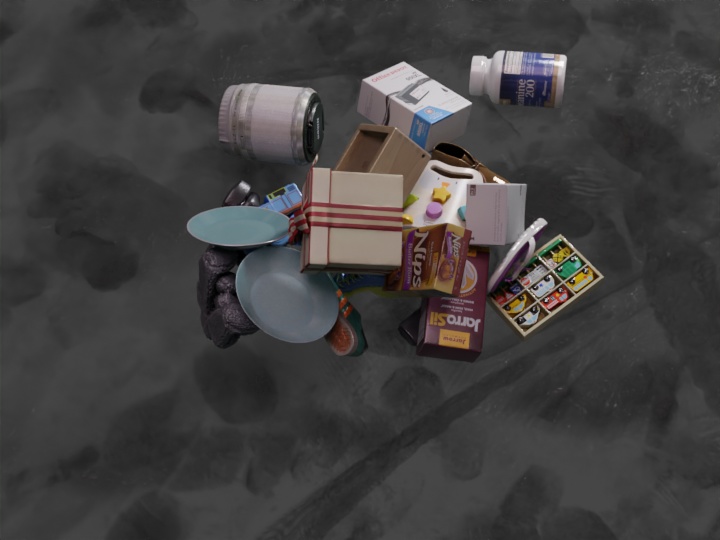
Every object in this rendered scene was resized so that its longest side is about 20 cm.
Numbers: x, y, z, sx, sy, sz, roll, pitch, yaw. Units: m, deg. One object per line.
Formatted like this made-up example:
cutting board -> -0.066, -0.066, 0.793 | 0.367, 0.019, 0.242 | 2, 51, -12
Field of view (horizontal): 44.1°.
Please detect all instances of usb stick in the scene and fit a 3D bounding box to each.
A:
usb stick -> 0.156, 0.067, 1.679 | 0.199, 0.033, 0.055 | -39, 67, -16

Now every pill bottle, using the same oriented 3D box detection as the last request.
pill bottle -> 0.336, -0.410, 1.902 | 0.197, 0.111, 0.112 | 7, 59, 12

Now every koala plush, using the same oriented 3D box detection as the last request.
koala plush -> -0.196, 0.054, 1.682 | 0.198, 0.184, 0.179 | -12, 64, -25

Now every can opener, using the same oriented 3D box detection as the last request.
can opener -> -0.270, -0.086, 1.818 | 0.078, 0.063, 0.201 | 32, 75, -5

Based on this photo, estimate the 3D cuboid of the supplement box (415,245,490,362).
supplement box -> 0.170, 0.056, 1.621 | 0.109, 0.086, 0.203 | 8, 70, -3

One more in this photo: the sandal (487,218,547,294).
sandal -> 0.302, -0.025, 1.661 | 0.050, 0.083, 0.203 | 36, 62, 12

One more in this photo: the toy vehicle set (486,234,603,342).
toy vehicle set -> 0.344, 0.031, 1.680 | 0.199, 0.027, 0.124 | -34, 60, -13

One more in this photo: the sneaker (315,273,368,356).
sneaker -> -0.049, 0.077, 1.673 | 0.071, 0.080, 0.202 | -35, 65, 19

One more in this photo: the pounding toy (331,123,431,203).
pounding toy -> 0.042, -0.198, 1.779 | 0.185, 0.142, 0.200 | -59, 28, -5

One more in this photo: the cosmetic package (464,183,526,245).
cosmetic package -> 0.254, -0.108, 1.659 | 0.080, 0.200, 0.115 | 3, 98, 19

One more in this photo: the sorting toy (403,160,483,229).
sorting toy -> 0.160, -0.133, 1.754 | 0.197, 0.107, 0.182 | 14, 64, 15

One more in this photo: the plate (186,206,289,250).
plate -> -0.225, -0.075, 1.660 | 0.197, 0.026, 0.201 | 3, 24, -1

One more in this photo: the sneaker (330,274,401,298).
sneaker -> 0.000, 0.000, 1.699 | 0.197, 0.105, 0.077 | 0, 58, 7

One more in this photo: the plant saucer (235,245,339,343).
plant saucer -> -0.135, 0.050, 1.592 | 0.199, 0.039, 0.203 | 16, 50, -20

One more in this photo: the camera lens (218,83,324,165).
camera lens -> -0.183, -0.310, 1.881 | 0.197, 0.161, 0.162 | 7, 60, 12

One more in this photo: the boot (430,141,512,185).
boot -> 0.228, -0.196, 1.808 | 0.198, 0.076, 0.074 | 28, 62, 20

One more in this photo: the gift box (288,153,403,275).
gift box -> -0.031, -0.093, 1.564 | 0.184, 0.185, 0.203 | 1, 79, -10

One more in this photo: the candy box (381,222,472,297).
candy box -> 0.114, -0.015, 1.561 | 0.056, 0.199, 0.118 | 16, 81, -25

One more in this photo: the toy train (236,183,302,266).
toy train -> -0.184, -0.085, 1.773 | 0.199, 0.087, 0.115 | -29, 73, -18

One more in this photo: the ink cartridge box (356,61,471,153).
ink cartridge box -> 0.112, -0.346, 1.884 | 0.199, 0.085, 0.144 | 37, 47, 26
